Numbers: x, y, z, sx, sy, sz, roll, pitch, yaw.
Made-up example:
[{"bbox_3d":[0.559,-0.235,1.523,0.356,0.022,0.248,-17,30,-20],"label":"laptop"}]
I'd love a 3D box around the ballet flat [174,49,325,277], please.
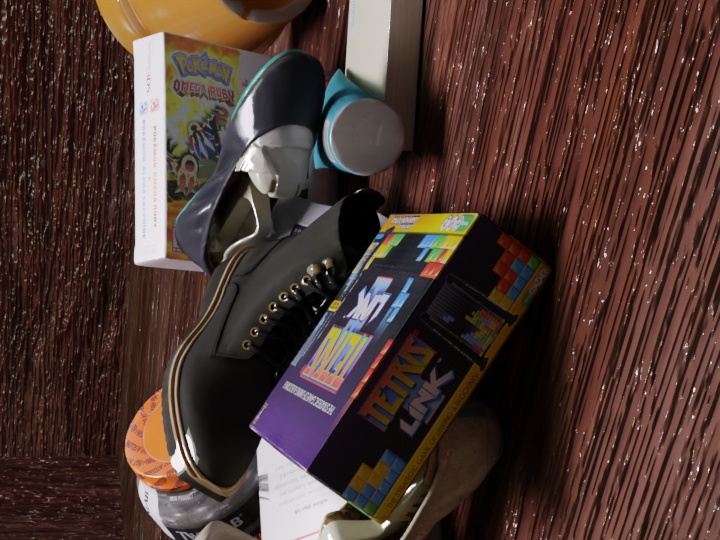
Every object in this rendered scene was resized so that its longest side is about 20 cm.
[{"bbox_3d":[-0.070,-0.064,1.158,0.200,0.073,0.073,-54,34,39],"label":"ballet flat"}]

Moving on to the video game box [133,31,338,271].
[{"bbox_3d":[-0.099,-0.089,1.364,0.047,0.199,0.184,-11,79,42],"label":"video game box"}]

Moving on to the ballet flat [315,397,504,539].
[{"bbox_3d":[0.009,0.145,0.985,0.201,0.062,0.068,-56,46,28],"label":"ballet flat"}]

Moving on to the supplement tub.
[{"bbox_3d":[-0.096,0.181,1.302,0.200,0.122,0.123,57,-168,-40],"label":"supplement tub"}]

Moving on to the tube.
[{"bbox_3d":[-0.011,-0.102,1.172,0.200,0.050,0.078,-135,64,-77],"label":"tube"}]

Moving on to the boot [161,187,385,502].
[{"bbox_3d":[-0.053,0.040,1.072,0.138,0.077,0.201,-31,38,37],"label":"boot"}]

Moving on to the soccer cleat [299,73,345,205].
[{"bbox_3d":[-0.050,-0.074,1.319,0.201,0.085,0.069,-56,10,-29],"label":"soccer cleat"}]

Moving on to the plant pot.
[{"bbox_3d":[-0.126,-0.285,1.523,0.183,0.199,0.202,7,97,61],"label":"plant pot"}]

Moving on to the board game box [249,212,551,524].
[{"bbox_3d":[0.015,0.048,0.953,0.166,0.057,0.200,-55,11,-7],"label":"board game box"}]

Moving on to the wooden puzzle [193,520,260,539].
[{"bbox_3d":[-0.107,0.288,1.251,0.185,0.200,0.037,-48,47,9],"label":"wooden puzzle"}]

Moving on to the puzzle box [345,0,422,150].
[{"bbox_3d":[0.018,-0.197,1.194,0.133,0.025,0.202,-127,39,-70],"label":"puzzle box"}]

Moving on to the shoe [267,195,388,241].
[{"bbox_3d":[0.000,0.000,1.195,0.199,0.091,0.072,22,81,49],"label":"shoe"}]

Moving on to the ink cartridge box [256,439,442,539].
[{"bbox_3d":[-0.010,0.147,1.117,0.115,0.066,0.202,-27,59,42],"label":"ink cartridge box"}]
